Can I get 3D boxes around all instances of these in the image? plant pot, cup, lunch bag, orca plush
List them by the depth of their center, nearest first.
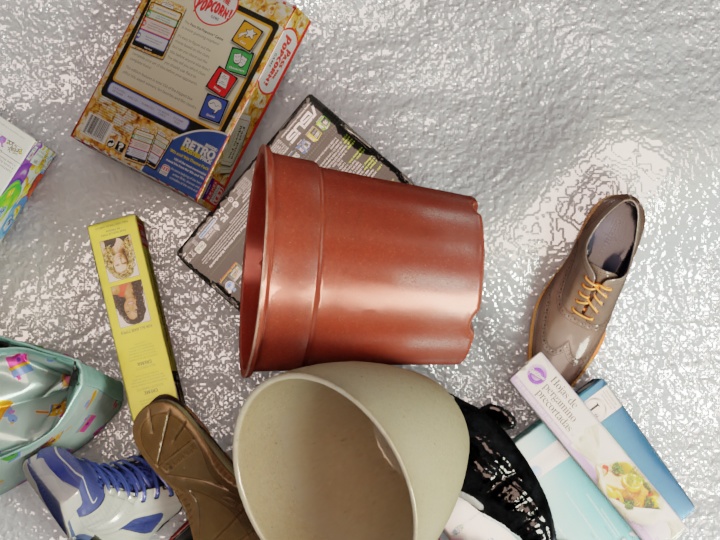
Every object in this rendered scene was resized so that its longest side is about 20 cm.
[{"bbox_3d":[0.011,0.159,1.515,0.199,0.143,0.203,17,117,36],"label":"cup"},{"bbox_3d":[0.106,0.184,1.568,0.104,0.071,0.202,-27,84,1],"label":"orca plush"},{"bbox_3d":[0.000,0.000,1.571,0.193,0.201,0.204,5,87,-9],"label":"plant pot"},{"bbox_3d":[-0.318,0.129,1.615,0.198,0.170,0.123,-23,77,1],"label":"lunch bag"}]

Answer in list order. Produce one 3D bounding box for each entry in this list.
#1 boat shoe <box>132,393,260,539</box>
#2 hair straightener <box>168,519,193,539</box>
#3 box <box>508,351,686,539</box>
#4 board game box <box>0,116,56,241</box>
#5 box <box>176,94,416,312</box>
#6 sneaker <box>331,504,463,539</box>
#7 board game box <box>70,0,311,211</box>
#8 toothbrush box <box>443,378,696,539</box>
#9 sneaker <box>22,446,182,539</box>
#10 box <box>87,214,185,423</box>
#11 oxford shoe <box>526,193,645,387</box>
[{"bbox_3d":[-0.130,0.196,1.603,0.072,0.072,0.201,-35,96,8],"label":"boat shoe"},{"bbox_3d":[-0.083,0.212,1.656,0.200,0.041,0.077,-41,52,-2],"label":"hair straightener"},{"bbox_3d":[0.207,0.160,1.580,0.039,0.041,0.200,-39,84,-2],"label":"box"},{"bbox_3d":[-0.384,-0.057,1.662,0.104,0.103,0.201,33,88,3],"label":"board game box"},{"bbox_3d":[-0.038,-0.027,1.681,0.193,0.048,0.201,40,88,1],"label":"box"},{"bbox_3d":[0.023,0.269,1.564,0.198,0.096,0.080,11,127,15],"label":"sneaker"},{"bbox_3d":[-0.158,-0.178,1.672,0.150,0.046,0.202,27,88,20],"label":"board game box"},{"bbox_3d":[0.180,0.215,1.639,0.199,0.085,0.147,-37,86,-2],"label":"toothbrush box"},{"bbox_3d":[-0.223,0.196,1.616,0.115,0.200,0.081,-37,61,-13],"label":"sneaker"},{"bbox_3d":[-0.204,0.053,1.667,0.050,0.075,0.202,-14,85,-2],"label":"box"},{"bbox_3d":[0.205,0.020,1.656,0.071,0.073,0.202,21,88,2],"label":"oxford shoe"}]
